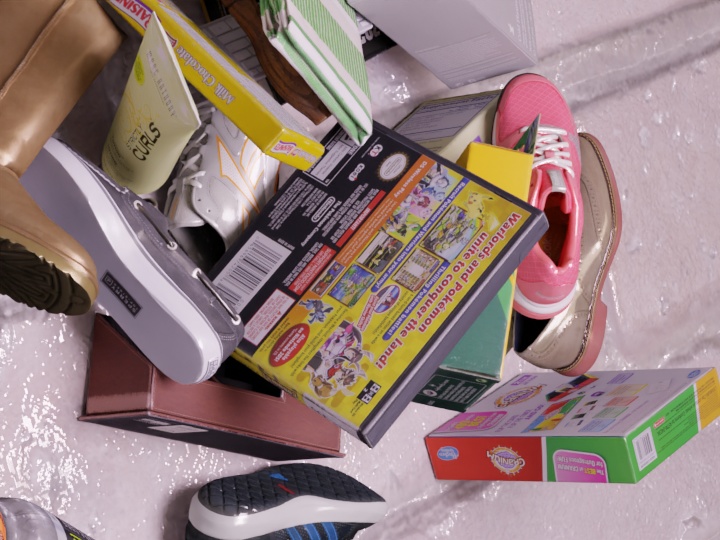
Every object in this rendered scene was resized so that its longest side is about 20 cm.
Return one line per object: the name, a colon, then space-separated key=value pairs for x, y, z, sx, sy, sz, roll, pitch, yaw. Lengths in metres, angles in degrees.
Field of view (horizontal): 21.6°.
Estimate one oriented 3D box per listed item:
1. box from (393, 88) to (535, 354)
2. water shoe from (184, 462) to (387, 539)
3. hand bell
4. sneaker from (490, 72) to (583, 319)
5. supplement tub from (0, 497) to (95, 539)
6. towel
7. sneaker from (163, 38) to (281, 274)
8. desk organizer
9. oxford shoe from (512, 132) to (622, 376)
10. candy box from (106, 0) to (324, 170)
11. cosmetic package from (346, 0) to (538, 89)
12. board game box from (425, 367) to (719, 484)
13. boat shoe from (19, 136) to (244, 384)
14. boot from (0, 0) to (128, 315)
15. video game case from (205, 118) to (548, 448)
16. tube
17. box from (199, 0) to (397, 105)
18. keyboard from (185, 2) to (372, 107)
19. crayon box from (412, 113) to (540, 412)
box: x=0.069 y=-0.022 z=1.534 sx=0.200 sy=0.096 sz=0.176 roll=-44 pitch=118 yaw=-41
water shoe: x=-0.062 y=0.193 z=1.401 sx=0.200 sy=0.071 sz=0.079 roll=4 pitch=111 yaw=-50
hand bell: x=-0.083 y=-0.187 z=1.324 sx=0.200 sy=0.104 sz=0.104 roll=54 pitch=47 yaw=-4
sneaker: x=0.148 y=-0.068 z=1.461 sx=0.073 sy=0.087 sz=0.201 roll=0 pitch=71 yaw=-9
supplement tub: x=-0.199 y=0.221 z=1.183 sx=0.200 sy=0.122 sz=0.123 roll=41 pitch=57 yaw=-39
towel: x=-0.039 y=-0.201 z=1.335 sx=0.153 sy=0.023 sz=0.200 roll=46 pitch=26 yaw=-51
sneaker: x=-0.105 y=-0.070 z=1.361 sx=0.092 sy=0.076 sz=0.201 roll=-17 pitch=94 yaw=-38
desk organizer: x=-0.100 y=0.084 z=1.351 sx=0.200 sy=0.072 sz=0.077 roll=18 pitch=70 yaw=-47
oxford shoe: x=0.161 y=-0.019 z=1.515 sx=0.075 sy=0.070 sz=0.201 roll=14 pitch=74 yaw=-40
candy box: x=-0.111 y=-0.145 z=1.262 sx=0.200 sy=0.026 sz=0.102 roll=44 pitch=9 yaw=13
cosmetic package: x=0.061 y=-0.228 z=1.463 sx=0.200 sy=0.090 sz=0.107 roll=30 pitch=50 yaw=-63
board game box: x=0.178 y=0.127 z=1.565 sx=0.153 sy=0.200 sz=0.040 roll=-28 pitch=107 yaw=-46
boat shoe: x=-0.151 y=-0.016 z=1.265 sx=0.200 sy=0.070 sz=0.066 roll=48 pitch=44 yaw=5
boot: x=-0.203 y=-0.089 z=1.199 sx=0.175 sy=0.066 sz=0.200 roll=28 pitch=59 yaw=1
video game case: x=0.000 y=0.000 z=1.300 sx=0.200 sy=0.181 sz=0.026 roll=-50 pitch=148 yaw=-15
tube: x=-0.136 y=-0.101 z=1.238 sx=0.058 sy=0.200 sz=0.052 roll=28 pitch=72 yaw=-7
box: x=-0.043 y=-0.230 z=1.463 sx=0.200 sy=0.049 sz=0.160 roll=-34 pitch=114 yaw=-45
keyboard: x=-0.073 y=-0.167 z=1.363 sx=0.200 sy=0.011 sz=0.056 roll=-30 pitch=77 yaw=-42
crayon box: x=0.080 y=-0.008 z=1.379 sx=0.051 sy=0.126 sz=0.201 roll=12 pitch=73 yaw=-6
